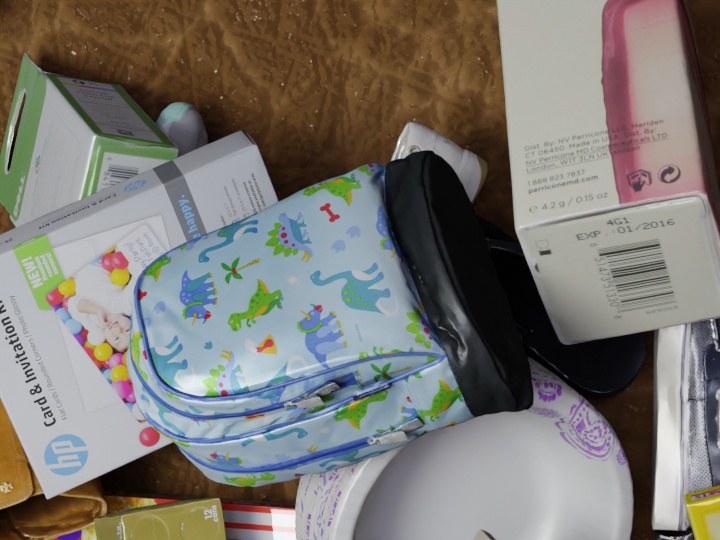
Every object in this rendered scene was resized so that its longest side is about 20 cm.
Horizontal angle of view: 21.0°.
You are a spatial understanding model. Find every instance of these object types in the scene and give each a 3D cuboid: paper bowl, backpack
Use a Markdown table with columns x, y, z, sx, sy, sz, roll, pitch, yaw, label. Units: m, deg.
| x | y | z | sx | sy | sz | roll | pitch | yaw | label |
| --- | --- | --- | --- | --- | --- | --- | --- | --- | --- |
| 0.056 | 0.141 | 1.175 | 0.199 | 0.104 | 0.202 | -7 | 112 | -19 | paper bowl |
| -0.029 | 0.034 | 1.072 | 0.199 | 0.154 | 0.164 | -27 | 59 | 21 | backpack |

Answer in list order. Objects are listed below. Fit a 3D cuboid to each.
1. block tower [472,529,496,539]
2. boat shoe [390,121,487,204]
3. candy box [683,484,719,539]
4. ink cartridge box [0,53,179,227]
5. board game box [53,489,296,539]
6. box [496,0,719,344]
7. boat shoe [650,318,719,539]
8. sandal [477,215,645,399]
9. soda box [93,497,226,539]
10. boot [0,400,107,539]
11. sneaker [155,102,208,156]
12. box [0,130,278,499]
| x | y | z | sx | sy | sz | roll | pitch | yaw | label |
| --- | --- | --- | --- | --- | --- | --- | --- | --- | --- |
| 0.134 | 0.217 | 1.143 | 0.058 | 0.199 | 0.054 | -56 | 37 | 5 | block tower |
| 0.000 | 0.000 | 1.175 | 0.069 | 0.071 | 0.201 | 34 | 72 | -9 | boat shoe |
| 0.267 | 0.215 | 1.153 | 0.101 | 0.026 | 0.202 | -16 | 99 | 12 | candy box |
| -0.182 | -0.064 | 1.266 | 0.059 | 0.200 | 0.105 | 7 | 107 | -26 | ink cartridge box |
| -0.104 | 0.224 | 1.272 | 0.198 | 0.046 | 0.153 | 1 | 87 | 15 | board game box |
| 0.148 | -0.078 | 1.138 | 0.108 | 0.128 | 0.201 | -11 | 55 | 14 | box |
| 0.225 | 0.070 | 1.186 | 0.092 | 0.075 | 0.202 | 1 | 93 | 6 | boat shoe |
| 0.089 | 0.010 | 1.226 | 0.199 | 0.043 | 0.076 | 25 | 76 | 12 | sandal |
| -0.113 | 0.245 | 1.203 | 0.067 | 0.064 | 0.202 | -7 | 84 | -25 | soda box |
| -0.267 | 0.118 | 1.244 | 0.199 | 0.144 | 0.071 | -3 | 125 | -16 | boot |
| -0.068 | -0.011 | 1.268 | 0.139 | 0.078 | 0.202 | -2 | 90 | 9 | sneaker |
| -0.130 | 0.026 | 1.178 | 0.199 | 0.041 | 0.157 | -23 | 112 | -8 | box |
